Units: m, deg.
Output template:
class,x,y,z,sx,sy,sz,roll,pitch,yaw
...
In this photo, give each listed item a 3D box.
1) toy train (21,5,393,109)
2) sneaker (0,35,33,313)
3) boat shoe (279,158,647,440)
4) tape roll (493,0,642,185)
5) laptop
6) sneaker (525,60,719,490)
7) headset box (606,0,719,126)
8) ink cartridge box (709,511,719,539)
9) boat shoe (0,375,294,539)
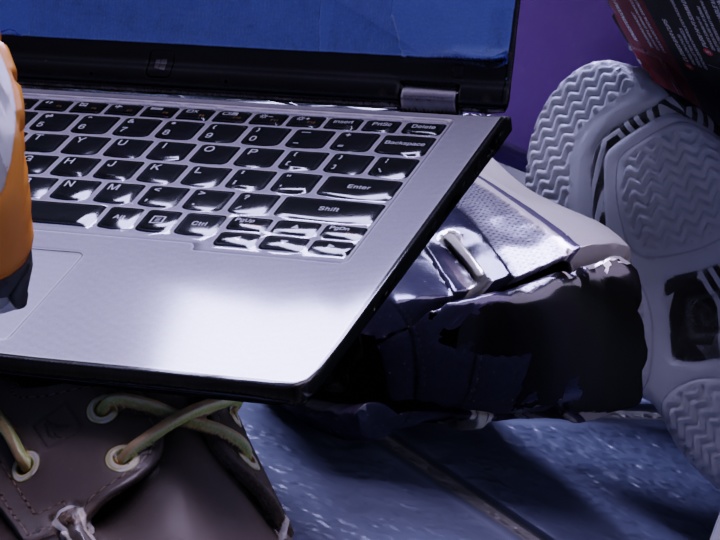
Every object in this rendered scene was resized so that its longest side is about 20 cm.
class,x,y,z,sx,sy,sz,roll,pitch,yaw
toy train,-0.066,-0.041,0.793,0.200,0.114,0.085,26,3,39
sneaker,-0.147,-0.035,0.603,0.092,0.076,0.200,-21,37,-36
boat shoe,0.000,0.000,0.864,0.092,0.075,0.200,-7,13,-24
tape roll,0.057,-0.066,1.018,0.199,0.085,0.200,21,-8,3
laptop,-0.066,-0.075,0.670,0.186,0.116,0.200,4,31,23
sneaker,0.133,0.022,0.867,0.115,0.075,0.200,8,41,-53
headset box,0.162,-0.065,0.846,0.200,0.075,0.149,24,-18,38
ink cartridge box,0.138,0.077,0.623,0.128,0.126,0.200,20,14,8
boat shoe,-0.056,0.045,0.631,0.072,0.060,0.200,10,16,-31
